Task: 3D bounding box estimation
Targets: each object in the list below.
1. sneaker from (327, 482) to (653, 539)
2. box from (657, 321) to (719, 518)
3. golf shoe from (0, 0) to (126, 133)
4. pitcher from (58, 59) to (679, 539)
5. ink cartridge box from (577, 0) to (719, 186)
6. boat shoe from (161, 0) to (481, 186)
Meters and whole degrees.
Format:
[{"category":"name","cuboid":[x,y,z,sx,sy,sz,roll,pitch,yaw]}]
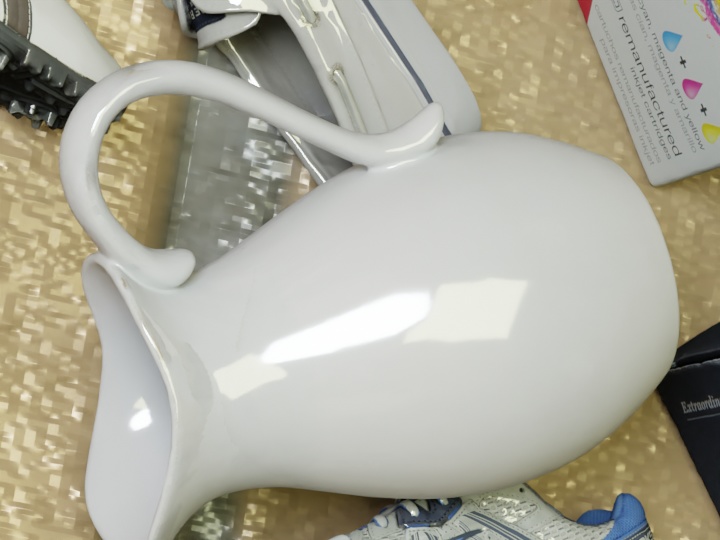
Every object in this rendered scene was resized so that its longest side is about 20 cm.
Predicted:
[{"category":"sneaker","cuboid":[0.023,0.107,1.040,0.199,0.077,0.086,8,70,-28]},{"category":"box","cuboid":[0.218,0.094,1.070,0.104,0.148,0.201,-26,93,-23]},{"category":"golf shoe","cuboid":[-0.147,-0.130,0.993,0.200,0.078,0.095,39,71,-14]},{"category":"pitcher","cuboid":[0.000,0.000,0.978,0.199,0.121,0.172,-14,112,-19]},{"category":"ink cartridge box","cuboid":[0.181,-0.132,1.057,0.144,0.200,0.146,-22,91,-23]},{"category":"boat shoe","cuboid":[-0.039,-0.104,1.040,0.066,0.072,0.200,-43,108,-26]}]
